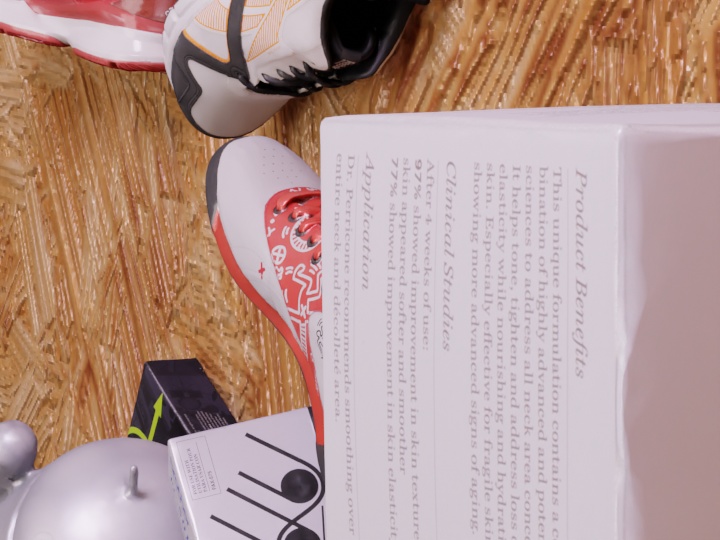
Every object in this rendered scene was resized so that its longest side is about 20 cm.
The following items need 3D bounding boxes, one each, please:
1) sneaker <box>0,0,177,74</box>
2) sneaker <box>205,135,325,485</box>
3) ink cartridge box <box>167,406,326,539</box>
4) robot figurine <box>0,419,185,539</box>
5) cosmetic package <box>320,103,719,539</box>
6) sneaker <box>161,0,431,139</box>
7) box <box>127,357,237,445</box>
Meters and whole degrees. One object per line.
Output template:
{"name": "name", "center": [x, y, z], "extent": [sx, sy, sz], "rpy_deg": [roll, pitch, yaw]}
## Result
{"name": "sneaker", "center": [-0.135, -0.171, 1.540], "extent": [0.200, 0.078, 0.116], "rpy_deg": [21, 102, 47]}
{"name": "sneaker", "center": [0.001, 0.000, 1.283], "extent": [0.108, 0.067, 0.202], "rpy_deg": [-56, 48, 47]}
{"name": "ink cartridge box", "center": [-0.014, 0.158, 1.283], "extent": [0.044, 0.093, 0.201], "rpy_deg": [97, 157, -62]}
{"name": "robot figurine", "center": [-0.126, 0.144, 1.406], "extent": [0.170, 0.113, 0.200], "rpy_deg": [48, 149, -6]}
{"name": "cosmetic package", "center": [0.102, 0.030, 0.987], "extent": [0.200, 0.165, 0.169], "rpy_deg": [10, 101, 62]}
{"name": "sneaker", "center": [-0.030, -0.107, 1.327], "extent": [0.200, 0.073, 0.080], "rpy_deg": [-50, 51, 52]}
{"name": "box", "center": [-0.090, 0.166, 1.498], "extent": [0.143, 0.036, 0.201], "rpy_deg": [52, 136, 48]}
